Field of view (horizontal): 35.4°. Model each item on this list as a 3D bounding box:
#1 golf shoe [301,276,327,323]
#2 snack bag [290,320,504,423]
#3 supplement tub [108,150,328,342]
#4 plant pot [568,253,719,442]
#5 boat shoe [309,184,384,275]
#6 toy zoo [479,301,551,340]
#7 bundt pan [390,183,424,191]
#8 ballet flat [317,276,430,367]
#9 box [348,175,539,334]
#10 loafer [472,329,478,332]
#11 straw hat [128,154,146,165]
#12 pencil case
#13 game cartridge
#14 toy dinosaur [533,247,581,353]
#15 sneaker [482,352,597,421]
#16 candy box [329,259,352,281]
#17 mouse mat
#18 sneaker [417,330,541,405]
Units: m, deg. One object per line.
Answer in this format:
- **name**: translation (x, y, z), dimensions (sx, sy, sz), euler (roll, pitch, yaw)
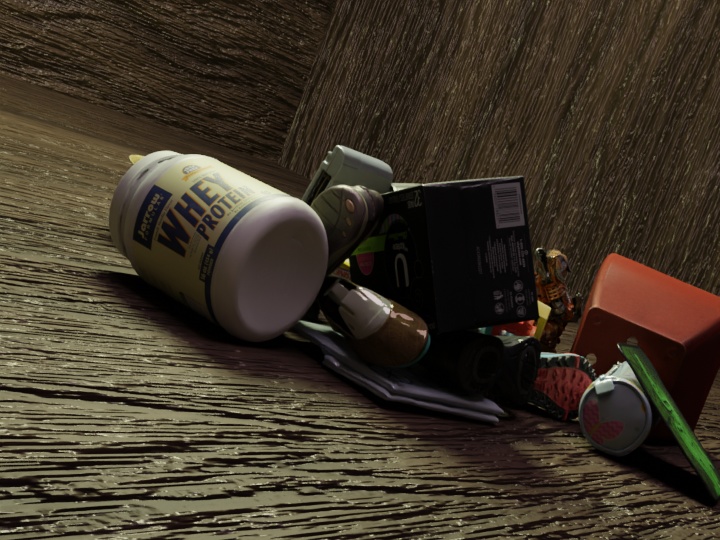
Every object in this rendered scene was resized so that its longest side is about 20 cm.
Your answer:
- **golf shoe**: translation (-0.080, 0.007, 1.341), dimensions (0.093, 0.079, 0.200), euler (21, 5, -1)
- **snack bag**: translation (0.026, 0.102, 1.177), dimensions (0.187, 0.022, 0.199), euler (16, 8, -46)
- **supplement tub**: translation (-0.145, -0.030, 1.129), dimensions (0.198, 0.147, 0.144), euler (26, 8, 36)
- **plant pot**: translation (0.368, 0.116, 1.506), dimensions (0.198, 0.203, 0.176), euler (24, 18, 21)
- **boat shoe**: translation (-0.044, -0.021, 1.187), dimensions (0.073, 0.199, 0.075), euler (-12, 73, -47)
- **toy zoo**: translation (0.179, 0.065, 1.496), dimensions (0.129, 0.021, 0.201), euler (23, -28, 11)
- **bundt pan**: translation (0.086, -0.029, 1.594), dimensions (0.074, 0.206, 0.202), euler (-8, 12, -7)
- **ballet flat**: translation (0.001, 0.042, 1.128), dimensions (0.072, 0.068, 0.200), euler (46, -6, -22)
- **box**: translation (0.079, -0.012, 1.189), dimensions (0.122, 0.152, 0.199), euler (-6, -1, -25)
- **loafer**: translation (0.094, 0.073, 1.399), dimensions (0.072, 0.073, 0.199), euler (25, 7, 23)
- **straw hat**: translation (-0.213, -0.059, 1.399), dimensions (0.199, 0.086, 0.201), euler (27, 9, -5)
- **pencil case**: translation (0.311, 0.160, 1.331), dimensions (0.082, 0.093, 0.200), euler (-3, 0, 20)
- **game cartridge**: translation (-0.037, -0.066, 1.534), dimensions (0.041, 0.202, 0.132), euler (38, 16, 31)
- **toy dinosaur**: translation (0.236, 0.059, 1.542), dimensions (0.134, 0.204, 0.102), euler (16, 18, 27)
- **sneaker**: translation (0.199, 0.119, 1.359), dimensions (0.198, 0.081, 0.095), euler (18, 5, -32)
- **candy box**: translation (0.000, 0.000, 1.319), dimensions (0.198, 0.027, 0.102), euler (27, 15, -23)
- **mouse mat**: translation (0.363, 0.171, 1.305), dimensions (0.202, 0.007, 0.160), euler (62, 18, 15)
- **sneaker**: translation (0.130, 0.094, 1.215), dimensions (0.090, 0.077, 0.199), euler (14, -5, 35)
